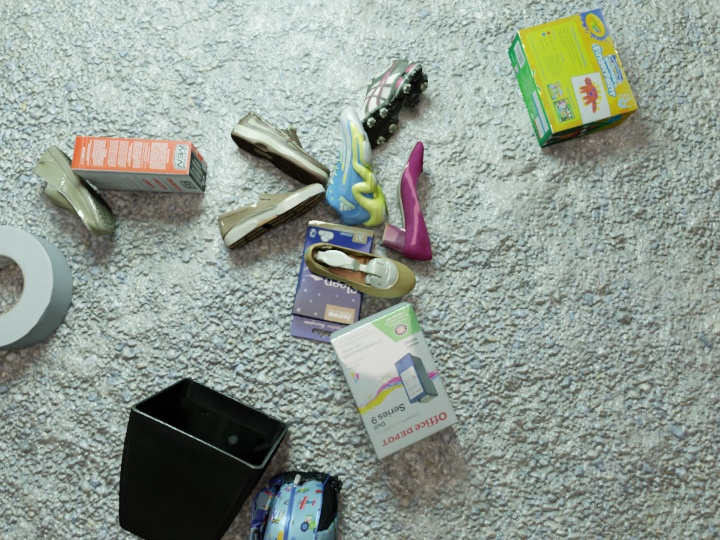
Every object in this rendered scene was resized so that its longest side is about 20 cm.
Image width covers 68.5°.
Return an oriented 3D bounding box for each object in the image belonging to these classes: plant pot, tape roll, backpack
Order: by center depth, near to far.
[{"bbox_3d":[-0.098,0.398,0.768,0.131,0.200,0.188,6,80,0],"label":"backpack"},{"bbox_3d":[-0.244,0.302,0.796,0.196,0.200,0.181,22,91,3],"label":"plant pot"},{"bbox_3d":[-0.601,0.031,0.897,0.195,0.066,0.206,0,79,0],"label":"tape roll"}]

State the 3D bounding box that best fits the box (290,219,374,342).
[{"bbox_3d":[-0.050,0.021,0.921,0.118,0.032,0.205,9,81,1],"label":"box"}]

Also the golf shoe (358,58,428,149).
[{"bbox_3d":[0.036,-0.301,0.969,0.200,0.077,0.088,-47,57,-5],"label":"golf shoe"}]

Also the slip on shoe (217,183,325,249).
[{"bbox_3d":[-0.157,-0.109,0.923,0.197,0.076,0.062,-29,81,5],"label":"slip on shoe"}]

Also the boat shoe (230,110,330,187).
[{"bbox_3d":[-0.133,-0.225,0.944,0.199,0.075,0.076,30,75,5],"label":"boat shoe"}]

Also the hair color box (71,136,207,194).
[{"bbox_3d":[-0.378,-0.181,0.919,0.194,0.102,0.063,3,80,-1],"label":"hair color box"}]

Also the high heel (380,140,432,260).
[{"bbox_3d":[0.105,-0.121,0.933,0.094,0.067,0.205,16,90,2],"label":"high heel"}]

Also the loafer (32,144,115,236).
[{"bbox_3d":[-0.502,-0.128,0.926,0.068,0.076,0.201,-39,73,-5],"label":"loafer"}]

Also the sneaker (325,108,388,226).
[{"bbox_3d":[-0.023,-0.166,0.909,0.103,0.076,0.204,-16,105,7],"label":"sneaker"}]

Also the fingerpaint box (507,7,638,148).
[{"bbox_3d":[0.384,-0.350,0.969,0.163,0.073,0.205,-16,81,-2],"label":"fingerpaint box"}]

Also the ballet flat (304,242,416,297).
[{"bbox_3d":[0.000,0.000,0.878,0.195,0.063,0.070,12,80,-1],"label":"ballet flat"}]

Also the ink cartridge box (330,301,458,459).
[{"bbox_3d":[0.051,0.173,0.855,0.142,0.087,0.204,-22,91,-4],"label":"ink cartridge box"}]
